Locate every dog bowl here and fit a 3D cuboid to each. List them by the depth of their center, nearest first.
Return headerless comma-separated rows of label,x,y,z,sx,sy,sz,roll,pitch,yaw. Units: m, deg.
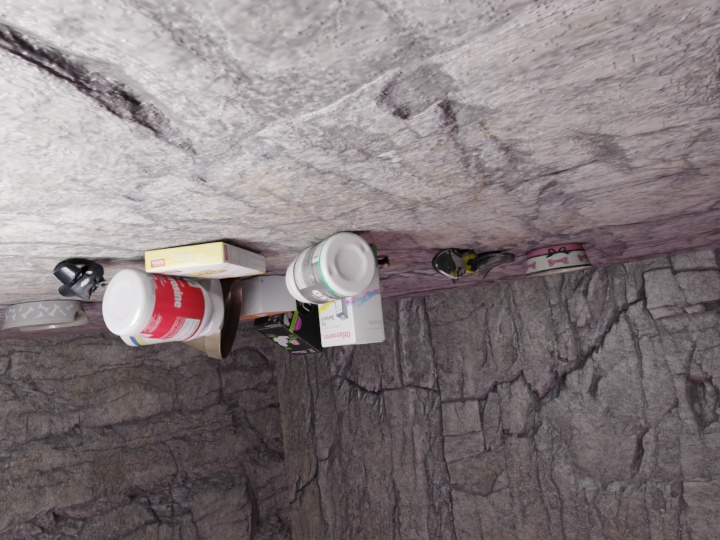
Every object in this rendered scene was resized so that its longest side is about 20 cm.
dog bowl,-0.822,0.118,1.404,0.196,0.060,0.200,-8,174,-1
dog bowl,0.607,-0.032,1.669,0.196,0.075,0.200,-8,173,-1

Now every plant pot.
plant pot,-0.395,0.104,1.310,0.170,0.204,0.200,9,173,-2

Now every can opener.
can opener,-0.496,0.015,0.949,0.064,0.079,0.199,-48,-161,-28

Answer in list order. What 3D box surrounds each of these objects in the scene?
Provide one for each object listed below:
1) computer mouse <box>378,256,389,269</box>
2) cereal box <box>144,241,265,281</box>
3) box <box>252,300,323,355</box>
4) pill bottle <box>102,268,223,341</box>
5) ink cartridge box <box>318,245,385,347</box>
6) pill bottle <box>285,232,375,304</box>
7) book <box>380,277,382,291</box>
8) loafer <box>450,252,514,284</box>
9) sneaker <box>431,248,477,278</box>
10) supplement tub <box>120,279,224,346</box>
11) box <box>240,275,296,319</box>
computer mouse,0.000,0.000,1.408,0.108,0.045,0.200,-10,169,-20
cereal box,-0.272,-0.013,0.972,0.141,0.040,0.200,-7,174,10
box,-0.203,0.148,1.644,0.123,0.151,0.200,-11,141,36
pill bottle,-0.348,0.068,0.974,0.110,0.115,0.199,-11,165,29
ink cartridge box,-0.025,0.059,1.166,0.086,0.204,0.144,-3,173,-33
pill bottle,-0.064,0.003,1.025,0.111,0.116,0.199,-4,173,-29
book,-0.030,0.053,1.817,0.132,0.049,0.199,-7,174,33
loafer,0.356,-0.009,1.581,0.197,0.074,0.073,-11,172,23
sneaker,0.235,-0.011,1.414,0.084,0.076,0.198,-12,172,38
supplement tub,-0.401,0.077,1.144,0.196,0.148,0.145,-7,174,-3
box,-0.288,0.078,1.489,0.198,0.100,0.123,-14,171,43
